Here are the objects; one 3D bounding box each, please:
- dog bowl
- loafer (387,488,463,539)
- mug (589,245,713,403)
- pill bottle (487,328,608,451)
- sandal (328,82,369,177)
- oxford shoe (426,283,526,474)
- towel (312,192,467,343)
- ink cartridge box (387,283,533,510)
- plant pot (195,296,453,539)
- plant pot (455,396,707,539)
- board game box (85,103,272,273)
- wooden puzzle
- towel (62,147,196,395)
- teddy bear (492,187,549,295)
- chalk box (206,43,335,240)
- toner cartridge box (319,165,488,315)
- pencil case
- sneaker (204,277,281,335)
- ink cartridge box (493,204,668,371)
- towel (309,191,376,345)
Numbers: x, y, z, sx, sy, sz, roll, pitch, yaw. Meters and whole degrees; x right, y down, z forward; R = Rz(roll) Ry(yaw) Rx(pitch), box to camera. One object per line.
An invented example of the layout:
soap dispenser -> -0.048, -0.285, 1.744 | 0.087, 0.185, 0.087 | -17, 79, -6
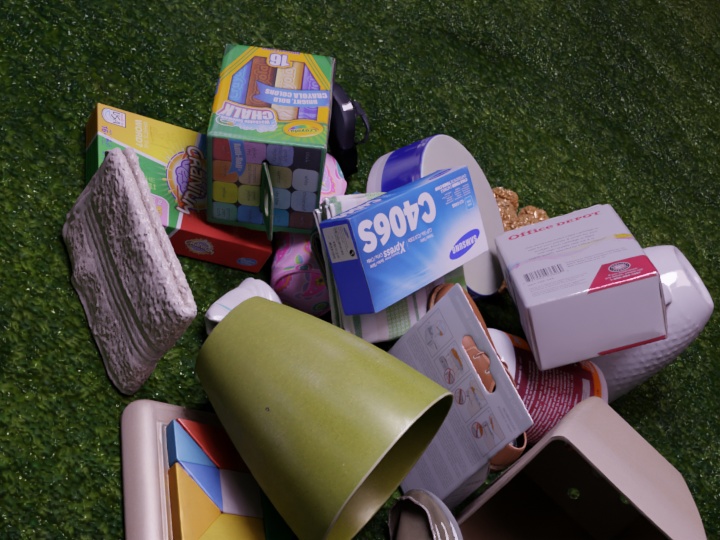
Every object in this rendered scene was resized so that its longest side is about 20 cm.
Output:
dog bowl -> 0.093, -0.054, 1.343 | 0.199, 0.078, 0.203 | 35, 46, -46
loafer -> 0.058, 0.297, 1.059 | 0.069, 0.075, 0.202 | 14, 47, -34
mug -> 0.325, 0.057, 1.365 | 0.149, 0.174, 0.199 | 58, 21, 10
pill bottle -> 0.170, 0.131, 1.269 | 0.198, 0.113, 0.114 | 18, 44, -26
sandal -> -0.016, -0.172, 1.342 | 0.042, 0.200, 0.077 | -22, 80, -4
oxford shoe -> 0.126, 0.099, 1.154 | 0.070, 0.071, 0.203 | -10, 71, -28
towel -> 0.037, -0.008, 1.175 | 0.198, 0.030, 0.152 | -10, 93, -47
ink cartridge box -> 0.088, 0.133, 1.133 | 0.047, 0.200, 0.162 | -4, 57, -42
plant pot -> -0.050, 0.123, 1.025 | 0.199, 0.188, 0.187 | 38, 38, 16
plant pot -> 0.231, 0.250, 1.161 | 0.200, 0.200, 0.177 | 43, 30, 3
board game box -> -0.197, -0.088, 1.228 | 0.198, 0.040, 0.155 | 14, 47, -30
wooden puzzle -> -0.116, 0.209, 1.027 | 0.198, 0.037, 0.187 | 13, 48, -30
towel -> -0.222, -0.003, 1.060 | 0.034, 0.133, 0.202 | -1, 54, -43
teddy bear -> 0.193, -0.047, 1.486 | 0.145, 0.067, 0.199 | 47, 39, 10
chalk box -> -0.096, -0.123, 1.186 | 0.122, 0.126, 0.202 | 7, 45, -2
toner cartridge box -> 0.049, -0.033, 1.138 | 0.199, 0.043, 0.096 | -28, 106, -45
pencil case -> -0.056, -0.039, 1.260 | 0.086, 0.088, 0.202 | 21, 43, -22
sneaker -> -0.082, 0.102, 1.138 | 0.080, 0.071, 0.200 | -29, 69, -39
ink cartridge box -> 0.240, 0.014, 1.257 | 0.201, 0.145, 0.087 | -95, 169, -67
towel -> 0.000, 0.000, 1.229 | 0.200, 0.021, 0.149 | -49, 120, -69
